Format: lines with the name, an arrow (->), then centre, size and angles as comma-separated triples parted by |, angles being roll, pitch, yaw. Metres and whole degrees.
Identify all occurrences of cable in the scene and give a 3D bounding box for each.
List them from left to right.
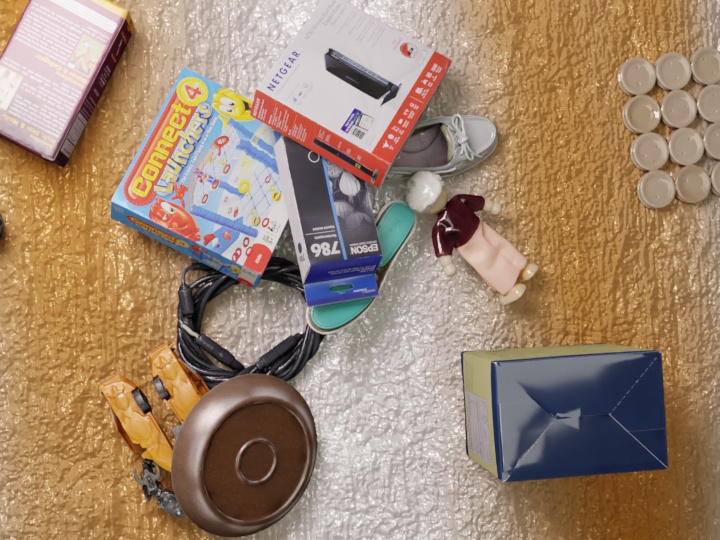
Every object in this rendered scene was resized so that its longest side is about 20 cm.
cable -> -0.129, 0.066, 1.289 | 0.197, 0.051, 0.166 | 0, 89, -7

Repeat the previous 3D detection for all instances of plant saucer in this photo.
plant saucer -> -0.130, 0.226, 1.250 | 0.198, 0.032, 0.203 | -5, 99, -33

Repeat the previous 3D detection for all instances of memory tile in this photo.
memory tile -> 0.422, -0.188, 1.372 | 0.151, 0.017, 0.203 | -10, 91, -6

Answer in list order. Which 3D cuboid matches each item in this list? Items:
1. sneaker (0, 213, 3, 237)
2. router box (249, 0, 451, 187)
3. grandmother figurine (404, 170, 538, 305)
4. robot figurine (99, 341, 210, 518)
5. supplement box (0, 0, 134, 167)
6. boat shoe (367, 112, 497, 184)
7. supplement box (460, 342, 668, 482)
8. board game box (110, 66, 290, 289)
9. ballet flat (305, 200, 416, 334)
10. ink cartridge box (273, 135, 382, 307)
sneaker -> -0.523, -0.068, 1.230 | 0.198, 0.085, 0.079 | 16, 87, -7
router box -> -0.009, -0.220, 1.251 | 0.178, 0.049, 0.201 | 29, 55, 1
grandmother figurine -> 0.130, -0.044, 1.295 | 0.200, 0.060, 0.122 | 44, 54, -15
robot figurine -> -0.222, 0.197, 1.266 | 0.144, 0.058, 0.201 | -31, 99, -6
supplement box -> -0.366, -0.240, 1.250 | 0.109, 0.086, 0.202 | 26, 86, -6
boat shoe -> 0.086, -0.153, 1.304 | 0.199, 0.065, 0.075 | -11, 90, -16
supplement box -> 0.236, 0.164, 1.252 | 0.197, 0.200, 0.136 | -3, 89, -6
board game box -> -0.170, -0.113, 1.256 | 0.194, 0.056, 0.202 | 25, 69, -6
ballet flat -> 0.000, 0.000, 1.289 | 0.069, 0.069, 0.201 | 38, 74, -4
ink cartridge box -> -0.034, -0.063, 1.233 | 0.098, 0.039, 0.203 | -9, 81, -24
